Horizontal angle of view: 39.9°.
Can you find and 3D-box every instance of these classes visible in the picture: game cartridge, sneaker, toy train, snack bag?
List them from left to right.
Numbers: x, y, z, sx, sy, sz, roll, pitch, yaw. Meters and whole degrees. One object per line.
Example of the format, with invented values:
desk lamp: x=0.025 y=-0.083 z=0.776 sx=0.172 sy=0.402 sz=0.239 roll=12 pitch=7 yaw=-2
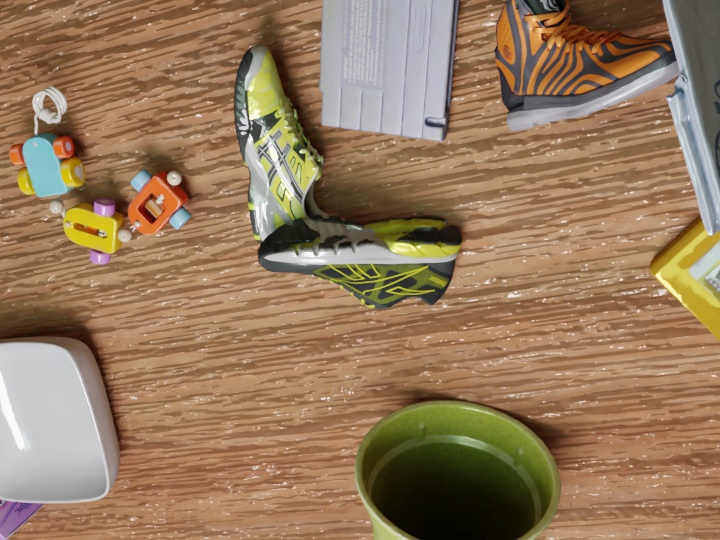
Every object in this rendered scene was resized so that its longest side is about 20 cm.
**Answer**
toy train: x=-0.272 y=-0.097 z=1.052 sx=0.199 sy=0.056 sz=0.151 roll=41 pitch=116 yaw=-2
sneaker: x=-0.074 y=-0.120 z=0.967 sx=0.075 sy=0.076 sz=0.203 roll=-2 pitch=119 yaw=12
sneaker: x=0.000 y=0.000 z=0.951 sx=0.196 sy=0.075 sz=0.086 roll=0 pitch=118 yaw=-4
game cartridge: x=0.026 y=-0.227 z=0.909 sx=0.127 sy=0.038 sz=0.204 roll=12 pitch=112 yaw=20
sneaker: x=0.172 y=-0.185 z=0.809 sx=0.199 sy=0.077 sz=0.114 roll=-6 pitch=105 yaw=56
snack bag: x=0.274 y=-0.141 z=0.752 sx=0.021 sy=0.187 sz=0.204 roll=-13 pitch=96 yaw=41
game cartridge: x=0.383 y=-0.008 z=0.859 sx=0.176 sy=0.032 sz=0.200 roll=43 pitch=117 yaw=1

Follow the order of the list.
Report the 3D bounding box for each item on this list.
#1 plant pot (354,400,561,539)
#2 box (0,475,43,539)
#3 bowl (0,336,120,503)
plant pot: x=0.088 y=0.267 z=0.990 sx=0.197 sy=0.201 sz=0.187 roll=13 pitch=124 yaw=15
box: x=-0.528 y=0.279 z=1.252 sx=0.175 sy=0.097 sz=0.201 roll=-39 pitch=93 yaw=27
bowl: x=-0.374 y=0.167 z=1.169 sx=0.196 sy=0.075 sz=0.204 roll=-5 pitch=108 yaw=21
